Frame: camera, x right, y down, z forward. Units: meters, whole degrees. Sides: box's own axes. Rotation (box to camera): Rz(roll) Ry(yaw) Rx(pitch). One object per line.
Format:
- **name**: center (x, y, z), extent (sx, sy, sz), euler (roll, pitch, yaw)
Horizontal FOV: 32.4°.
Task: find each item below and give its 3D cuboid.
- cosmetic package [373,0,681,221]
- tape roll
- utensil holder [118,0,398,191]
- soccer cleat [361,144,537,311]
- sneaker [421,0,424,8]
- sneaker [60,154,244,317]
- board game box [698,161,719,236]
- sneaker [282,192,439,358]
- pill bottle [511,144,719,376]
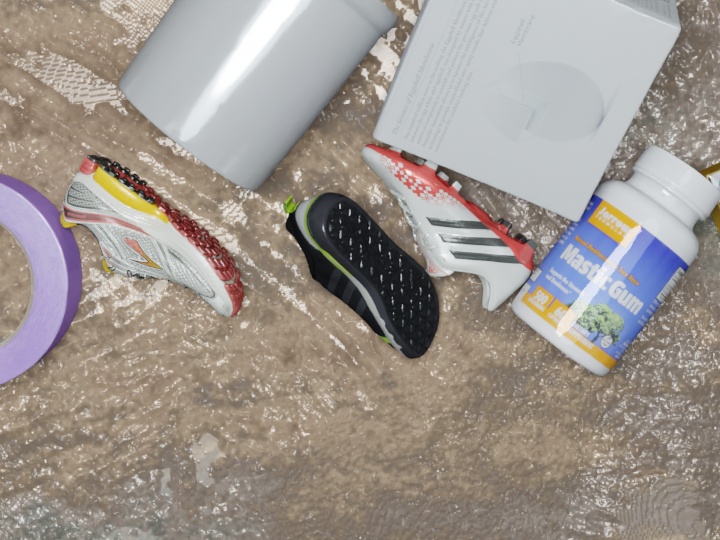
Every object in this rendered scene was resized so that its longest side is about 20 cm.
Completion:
- **cosmetic package**: center (0.142, -0.184, 1.086), extent (0.199, 0.123, 0.200), euler (22, 122, -4)
- **tape roll**: center (-0.367, 0.008, 1.163), extent (0.199, 0.066, 0.201), euler (0, 97, -2)
- **utensil holder**: center (-0.093, -0.196, 1.094), extent (0.170, 0.170, 0.200), euler (38, 98, -5)
- **soccer cleat**: center (0.073, -0.042, 1.164), extent (0.200, 0.069, 0.085), euler (36, 91, -9)
- **sneaker**: center (0.074, -0.336, 1.126), extent (0.088, 0.075, 0.201), euler (-8, 99, 5)
- **sneaker**: center (-0.194, -0.020, 1.163), extent (0.200, 0.078, 0.082), euler (38, 99, 4)
- **board game box**: center (0.429, -0.030, 1.182), extent (0.152, 0.040, 0.201), euler (-23, 97, 2)
- **sneaker**: center (0.000, 0.000, 1.174), extent (0.072, 0.083, 0.200), euler (-50, 118, -28)
- **pill bottle**: center (0.240, -0.012, 1.146), extent (0.112, 0.112, 0.200), euler (35, 96, -5)
